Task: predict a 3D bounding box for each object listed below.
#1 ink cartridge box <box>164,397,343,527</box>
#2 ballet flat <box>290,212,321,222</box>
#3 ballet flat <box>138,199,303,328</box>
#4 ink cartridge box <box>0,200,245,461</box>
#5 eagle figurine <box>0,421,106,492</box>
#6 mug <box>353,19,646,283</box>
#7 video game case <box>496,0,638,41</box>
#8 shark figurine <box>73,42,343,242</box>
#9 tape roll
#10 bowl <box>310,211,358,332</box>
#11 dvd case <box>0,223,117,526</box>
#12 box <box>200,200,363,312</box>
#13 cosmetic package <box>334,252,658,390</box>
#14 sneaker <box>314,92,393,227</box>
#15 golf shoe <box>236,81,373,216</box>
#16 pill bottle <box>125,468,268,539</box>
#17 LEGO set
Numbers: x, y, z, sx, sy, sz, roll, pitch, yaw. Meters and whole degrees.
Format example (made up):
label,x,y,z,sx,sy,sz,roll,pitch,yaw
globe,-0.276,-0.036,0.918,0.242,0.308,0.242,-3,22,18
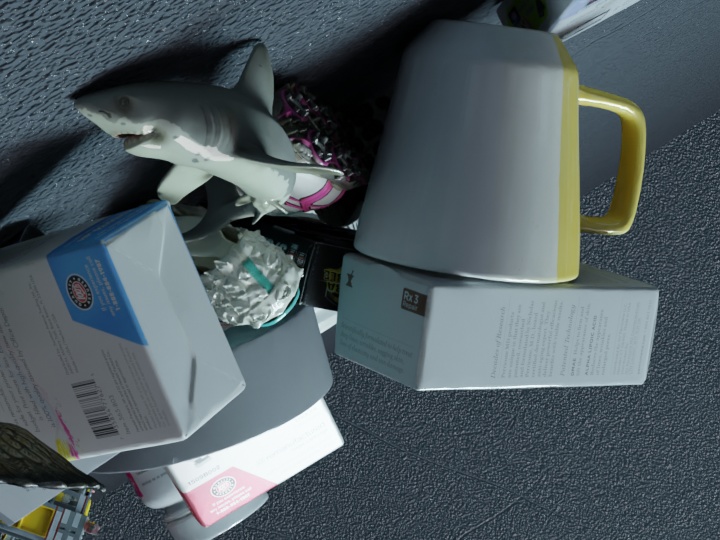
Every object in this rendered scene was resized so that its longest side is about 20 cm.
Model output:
label,x,y,z,sx,sy,sz,roll,pitch,yaw
ink cartridge box,-0.120,0.092,1.276,0.146,0.201,0.083,-30,-144,-8
ballet flat,-0.088,-0.004,1.333,0.199,0.070,0.069,-26,177,29
ballet flat,-0.110,-0.017,0.977,0.072,0.072,0.199,-27,-155,-32
ink cartridge box,-0.177,0.044,0.856,0.199,0.116,0.068,-13,-165,32
eagle figurine,-0.229,0.075,0.765,0.199,0.152,0.151,-30,147,23
mug,0.087,-0.082,1.011,0.149,0.154,0.186,11,-171,31
video game case,0.202,-0.227,1.001,0.199,0.046,0.181,-29,175,-17
shark figurine,-0.064,-0.074,0.836,0.127,0.090,0.215,2,168,6
tape roll,-0.123,0.073,1.093,0.199,0.067,0.200,-14,-169,3
bowl,-0.068,0.019,1.465,0.200,0.095,0.201,-31,173,-4
dvd case,-0.215,0.073,0.969,0.200,0.150,0.025,-34,-155,31
box,0.000,0.000,1.104,0.199,0.046,0.159,11,-174,-37
cosmetic package,0.091,0.033,1.016,0.199,0.075,0.101,0,-168,-33
sneaker,0.028,-0.096,1.151,0.085,0.077,0.200,-33,-173,-33
golf shoe,-0.048,-0.064,0.982,0.092,0.073,0.200,-30,174,6
pill bottle,-0.173,0.146,1.411,0.113,0.201,0.113,-30,-178,1
LEGO set,-0.252,0.151,1.198,0.200,0.115,0.155,-36,-145,60
